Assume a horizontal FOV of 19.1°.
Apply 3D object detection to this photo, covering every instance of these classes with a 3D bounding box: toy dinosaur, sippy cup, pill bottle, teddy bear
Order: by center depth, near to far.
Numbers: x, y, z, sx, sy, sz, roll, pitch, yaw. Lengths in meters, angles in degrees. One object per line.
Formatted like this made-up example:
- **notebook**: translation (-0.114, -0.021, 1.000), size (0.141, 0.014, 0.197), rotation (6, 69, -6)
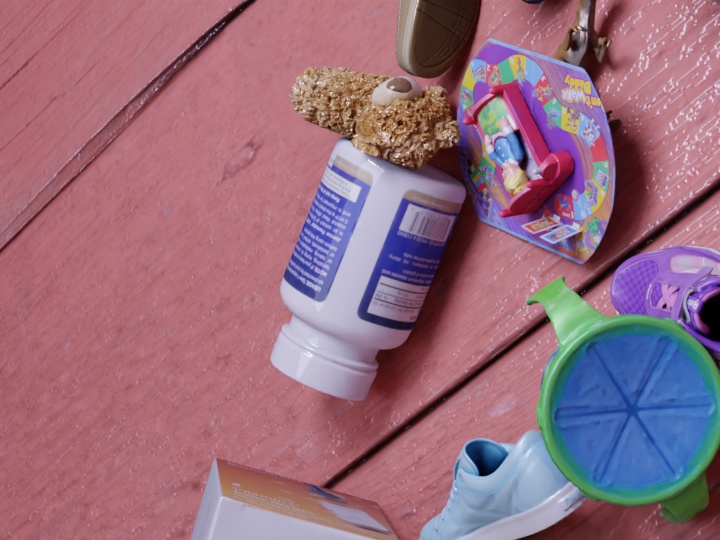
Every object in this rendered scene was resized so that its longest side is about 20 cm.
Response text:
- **sippy cup**: translation (0.188, 0.095, 1.571), size (0.130, 0.138, 0.180), rotation (-141, 53, -83)
- **toy dinosaur**: translation (0.162, -0.149, 1.734), size (0.201, 0.060, 0.107), rotation (-60, 35, 29)
- **teddy bear**: translation (0.013, -0.142, 1.794), size (0.200, 0.144, 0.067), rotation (-97, 25, -78)
- **pill bottle**: translation (0.000, 0.000, 1.802), size (0.119, 0.119, 0.201), rotation (31, 102, 44)

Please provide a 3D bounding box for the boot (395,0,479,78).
- **boot**: translation (0.029, -0.263, 1.866), size (0.155, 0.072, 0.202), rotation (2, 80, 45)

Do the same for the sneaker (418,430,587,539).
- **sneaker**: translation (0.100, 0.169, 1.665), size (0.200, 0.074, 0.082), rotation (-32, 89, 50)

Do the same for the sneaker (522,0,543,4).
- **sneaker**: translation (0.130, -0.317, 1.761), size (0.070, 0.108, 0.202), rotation (-10, 68, 45)

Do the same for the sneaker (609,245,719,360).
- **sneaker**: translation (0.253, 0.026, 1.565), size (0.199, 0.088, 0.081), rotation (21, 97, 47)

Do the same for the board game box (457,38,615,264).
- **board game box**: translation (0.124, -0.094, 1.706), size (0.200, 0.039, 0.159), rotation (26, 123, 50)

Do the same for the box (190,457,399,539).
- **box**: translation (-0.059, 0.234, 1.723), size (0.200, 0.151, 0.107), rotation (-146, 71, -83)

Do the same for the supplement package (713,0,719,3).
- **supplement package**: translation (0.239, -0.281, 1.570), size (0.114, 0.199, 0.110), rotation (-54, 48, 22)
